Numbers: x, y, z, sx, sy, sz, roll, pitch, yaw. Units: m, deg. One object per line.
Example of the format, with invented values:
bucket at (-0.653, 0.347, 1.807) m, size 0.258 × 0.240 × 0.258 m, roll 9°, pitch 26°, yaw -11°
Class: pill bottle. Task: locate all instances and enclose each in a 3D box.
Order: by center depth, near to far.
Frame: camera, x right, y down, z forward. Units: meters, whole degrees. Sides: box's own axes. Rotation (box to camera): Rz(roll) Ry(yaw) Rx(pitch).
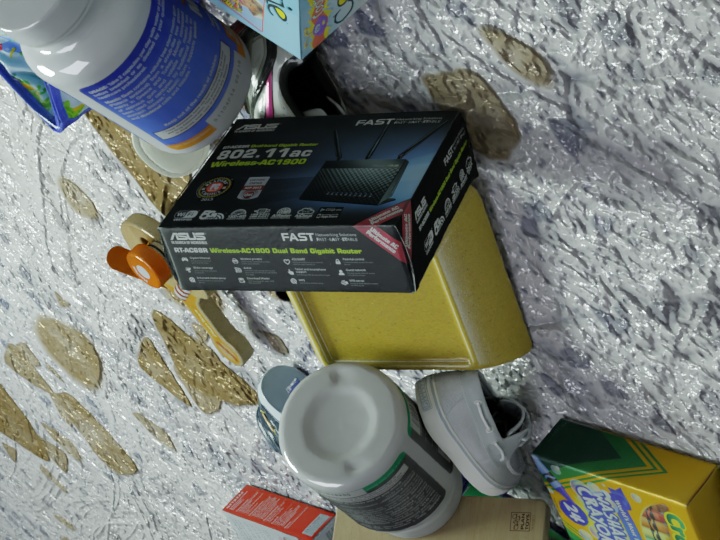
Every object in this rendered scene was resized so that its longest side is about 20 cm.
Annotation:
pill bottle at (-0.178, -0.172, 1.260) m, size 0.112 × 0.112 × 0.200 m, roll 23°, pitch 175°, yaw 36°
pill bottle at (0.016, 0.162, 1.479) m, size 0.113 × 0.113 × 0.200 m, roll 29°, pitch 170°, yaw 29°

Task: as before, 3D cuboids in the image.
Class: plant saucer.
plant saucer at (0.020, 0.018, 1.396) m, size 0.199 × 0.049 × 0.200 m, roll -2°, pitch 136°, yaw 23°

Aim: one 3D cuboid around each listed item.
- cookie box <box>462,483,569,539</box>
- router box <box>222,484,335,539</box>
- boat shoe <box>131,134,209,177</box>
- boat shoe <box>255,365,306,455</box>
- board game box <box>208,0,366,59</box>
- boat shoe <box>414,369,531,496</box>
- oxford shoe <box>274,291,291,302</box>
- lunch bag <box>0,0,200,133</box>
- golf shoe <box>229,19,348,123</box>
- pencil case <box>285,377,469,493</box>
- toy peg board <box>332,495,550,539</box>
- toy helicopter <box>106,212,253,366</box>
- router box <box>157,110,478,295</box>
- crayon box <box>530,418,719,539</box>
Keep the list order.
cookie box at (0.142, 0.302, 1.684) m, size 0.200 × 0.075 × 0.171 m, roll 31°, pitch 150°, yaw 26°
router box at (-0.056, 0.362, 2.076) m, size 0.179 × 0.049 × 0.200 m, roll 8°, pitch 136°, yaw 50°
boat shoe at (-0.191, -0.163, 1.519) m, size 0.060 × 0.072 × 0.202 m, roll 56°, pitch 175°, yaw 41°
boat shoe at (-0.031, 0.187, 1.783) m, size 0.200 × 0.071 × 0.091 m, roll 45°, pitch 155°, yaw 16°
board game box at (-0.085, -0.257, 1.193) m, size 0.200 × 0.103 × 0.105 m, roll 35°, pitch 152°, yaw 21°
boat shoe at (0.113, 0.136, 1.495) m, size 0.068 × 0.072 × 0.200 m, roll -20°, pitch 141°, yaw 16°
oxford shoe at (0.000, 0.000, 1.462) m, size 0.071 × 0.073 × 0.200 m, roll 54°, pitch 148°, yaw -15°
lunch bag at (-0.232, -0.236, 1.358) m, size 0.127 × 0.170 × 0.200 m, roll 9°, pitch 136°, yaw 51°
golf shoe at (-0.048, -0.109, 1.383) m, size 0.092 × 0.073 × 0.200 m, roll 19°, pitch 143°, yaw 39°
pencil case at (0.017, 0.160, 1.662) m, size 0.200 × 0.087 × 0.078 m, roll 23°, pitch -171°, yaw 38°
toy peg board at (0.075, 0.314, 1.561) m, size 0.199 × 0.201 × 0.098 m, roll 0°, pitch 156°, yaw 19°
toy helicopter at (-0.180, 0.022, 1.751) m, size 0.132 × 0.079 × 0.200 m, roll 6°, pitch 137°, yaw 53°
router box at (-0.030, -0.053, 1.277) m, size 0.199 × 0.150 × 0.062 m, roll 0°, pitch 127°, yaw 24°
crayon box at (0.248, 0.204, 1.424) m, size 0.200 × 0.052 × 0.126 m, roll 13°, pitch 139°, yaw 46°
